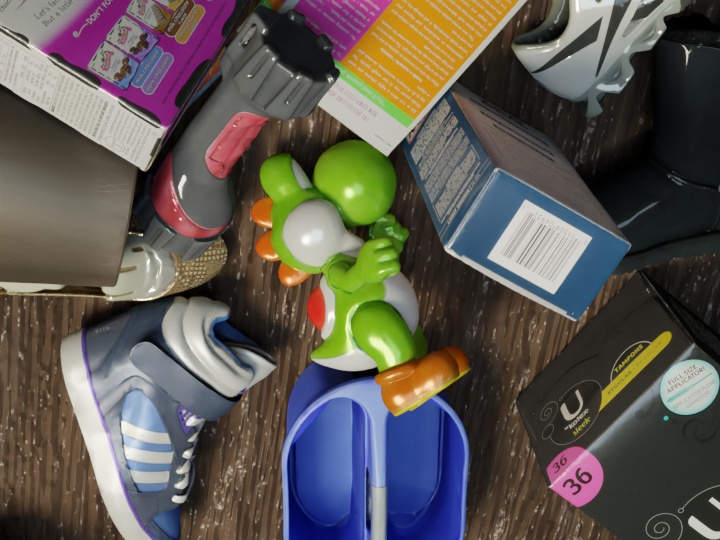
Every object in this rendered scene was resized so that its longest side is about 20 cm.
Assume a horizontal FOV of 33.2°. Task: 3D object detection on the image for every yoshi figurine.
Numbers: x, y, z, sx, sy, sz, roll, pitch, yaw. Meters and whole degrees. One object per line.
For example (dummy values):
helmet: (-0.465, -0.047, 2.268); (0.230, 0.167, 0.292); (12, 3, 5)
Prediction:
yoshi figurine: (0.011, -0.009, 0.834); (0.201, 0.111, 0.112); (56, 141, 7)

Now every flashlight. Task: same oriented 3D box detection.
flashlight: (-0.081, -0.081, 0.778); (0.067, 0.069, 0.200); (-6, 156, -39)

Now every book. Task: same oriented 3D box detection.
book: (0.033, -0.186, 0.770); (0.133, 0.048, 0.200); (31, 113, -37)

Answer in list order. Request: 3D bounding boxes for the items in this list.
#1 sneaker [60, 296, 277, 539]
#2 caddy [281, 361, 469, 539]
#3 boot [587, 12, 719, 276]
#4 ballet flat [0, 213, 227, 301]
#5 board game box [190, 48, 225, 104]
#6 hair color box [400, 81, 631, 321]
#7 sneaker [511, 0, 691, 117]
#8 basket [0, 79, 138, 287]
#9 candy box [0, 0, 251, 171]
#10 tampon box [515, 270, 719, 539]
sneaker: (-0.125, 0.115, 0.903); (0.145, 0.081, 0.202); (-15, 112, 4)
caddy: (0.009, 0.160, 0.923); (0.139, 0.105, 0.202); (-3, 115, -6)
boot: (0.204, -0.091, 0.843); (0.197, 0.077, 0.170); (-8, 119, -10)
ballet flat: (-0.193, -0.003, 0.851); (0.197, 0.065, 0.071); (0, 118, -6)
board game box: (-0.190, -0.139, 0.801); (0.200, 0.039, 0.158); (-42, 112, 12)
hair color box: (0.092, -0.054, 0.781); (0.099, 0.200, 0.061); (28, 109, -17)
sneaker: (0.175, -0.203, 0.791); (0.088, 0.074, 0.201); (28, 109, -19)
basket: (-0.242, -0.062, 0.755); (0.197, 0.137, 0.181); (9, 133, -13)
candy box: (-0.177, -0.171, 0.720); (0.199, 0.137, 0.061); (32, 149, -9)
tampon box: (0.247, 0.132, 0.923); (0.199, 0.127, 0.150); (36, 106, -19)
